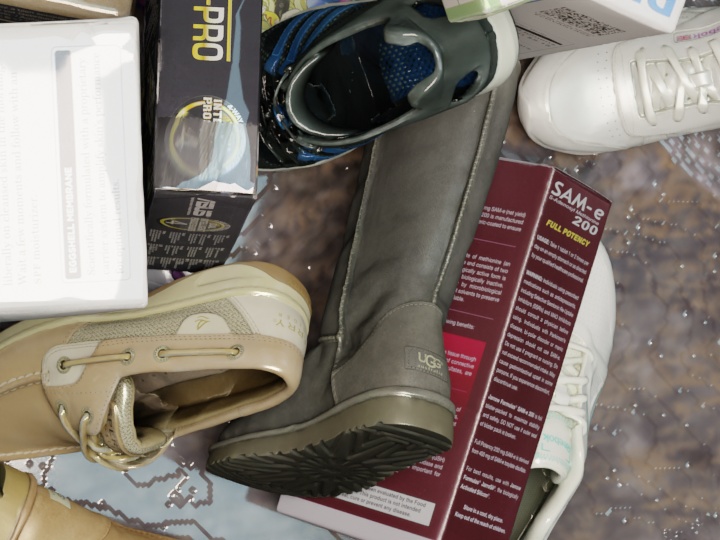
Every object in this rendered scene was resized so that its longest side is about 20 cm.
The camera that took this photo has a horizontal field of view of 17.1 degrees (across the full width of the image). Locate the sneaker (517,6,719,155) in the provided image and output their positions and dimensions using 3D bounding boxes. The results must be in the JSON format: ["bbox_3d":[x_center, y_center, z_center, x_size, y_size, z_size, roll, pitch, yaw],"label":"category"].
[{"bbox_3d":[0.179,-0.110,1.247,0.199,0.100,0.075,-15,96,-15],"label":"sneaker"}]

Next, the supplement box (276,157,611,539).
[{"bbox_3d":[0.042,0.043,1.195,0.061,0.108,0.201,24,82,-49],"label":"supplement box"}]

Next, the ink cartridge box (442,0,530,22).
[{"bbox_3d":[0.109,-0.205,1.008,0.199,0.048,0.146,-21,96,-17],"label":"ink cartridge box"}]

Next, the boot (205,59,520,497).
[{"bbox_3d":[0.001,0.001,1.156,0.072,0.181,0.201,22,62,-36],"label":"boot"}]

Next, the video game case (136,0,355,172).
[{"bbox_3d":[-0.025,-0.183,1.219,0.200,0.036,0.181,-44,101,-12],"label":"video game case"}]

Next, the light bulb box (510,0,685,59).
[{"bbox_3d":[0.046,-0.195,1.118,0.197,0.200,0.125,22,85,-17],"label":"light bulb box"}]

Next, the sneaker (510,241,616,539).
[{"bbox_3d":[0.096,0.074,1.232,0.070,0.080,0.201,17,83,-14],"label":"sneaker"}]

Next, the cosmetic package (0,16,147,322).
[{"bbox_3d":[-0.208,-0.037,1.016,0.199,0.199,0.124,-2,90,-16],"label":"cosmetic package"}]

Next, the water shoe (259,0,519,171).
[{"bbox_3d":[-0.018,-0.088,1.104,0.079,0.200,0.072,-25,93,-43],"label":"water shoe"}]

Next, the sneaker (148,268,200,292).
[{"bbox_3d":[-0.140,-0.016,1.174,0.087,0.074,0.200,-39,90,-2],"label":"sneaker"}]

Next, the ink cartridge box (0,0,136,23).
[{"bbox_3d":[-0.172,-0.215,1.129,0.164,0.075,0.201,10,77,-8],"label":"ink cartridge box"}]

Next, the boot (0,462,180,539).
[{"bbox_3d":[-0.122,0.206,1.172,0.199,0.066,0.176,28,91,-19],"label":"boot"}]

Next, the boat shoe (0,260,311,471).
[{"bbox_3d":[-0.115,0.057,1.125,0.199,0.065,0.072,-18,136,21],"label":"boat shoe"}]

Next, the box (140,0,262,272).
[{"bbox_3d":[-0.072,-0.093,1.051,0.049,0.200,0.162,5,80,-7],"label":"box"}]
